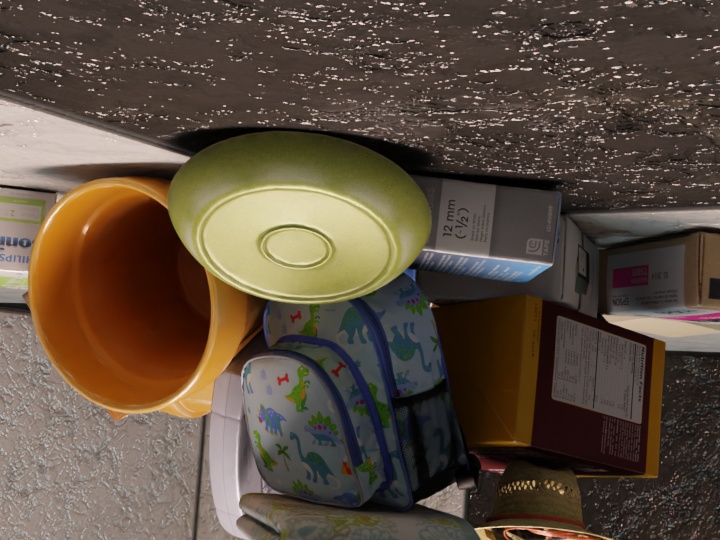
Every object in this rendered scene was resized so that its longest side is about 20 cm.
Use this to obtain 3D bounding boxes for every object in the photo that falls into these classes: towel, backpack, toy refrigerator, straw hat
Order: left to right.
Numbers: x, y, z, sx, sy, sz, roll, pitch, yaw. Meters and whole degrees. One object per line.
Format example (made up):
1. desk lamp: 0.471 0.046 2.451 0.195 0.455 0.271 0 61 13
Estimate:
1. backpack: -0.012 0.102 1.031 0.147 0.201 0.183 -17 -169 -40
2. towel: -0.009 0.225 1.017 0.170 0.048 0.200 5 174 -17
3. straw hat: 0.162 0.218 1.085 0.200 0.085 0.201 4 155 2
4. toy refrigerator: 0.373 0.037 1.458 0.076 0.070 0.200 -10 167 38

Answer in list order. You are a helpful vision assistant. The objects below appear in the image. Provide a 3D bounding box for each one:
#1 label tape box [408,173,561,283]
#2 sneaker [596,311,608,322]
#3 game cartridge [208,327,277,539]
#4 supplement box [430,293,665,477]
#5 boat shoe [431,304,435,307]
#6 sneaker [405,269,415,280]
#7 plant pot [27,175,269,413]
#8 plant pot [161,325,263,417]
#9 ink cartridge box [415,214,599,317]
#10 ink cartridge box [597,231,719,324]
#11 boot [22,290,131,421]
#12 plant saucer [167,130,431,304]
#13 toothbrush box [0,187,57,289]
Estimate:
1. label tape box: 0.056 -0.037 0.991 0.199 0.066 0.143 9 174 0
2. sneaker: 0.200 0.055 1.318 0.066 0.091 0.200 -33 -136 -18
3. game cartridge: -0.099 0.154 1.141 0.041 0.201 0.133 13 -148 17
4. supplement box: 0.154 0.120 1.146 0.199 0.133 0.197 18 162 -35
5. boat shoe: 0.033 0.009 1.471 0.199 0.072 0.065 1 -149 -14
6. sneaker: 0.000 0.001 1.306 0.111 0.077 0.200 -3 -176 -26
7. plant pot: -0.164 0.011 1.075 0.199 0.201 0.183 1 -172 27
8. plant pot: -0.128 0.077 1.291 0.183 0.201 0.200 15 179 25
9. ink cartridge box: 0.149 0.001 1.172 0.145 0.084 0.200 1 172 21
10. ink cartridge box: 0.357 0.013 1.202 0.164 0.075 0.200 5 175 -17
11. boot: -0.223 0.041 1.175 0.074 0.155 0.200 -24 -167 50
12. plant saucer: -0.047 -0.028 0.884 0.199 0.031 0.200 3 145 2
13. toothbrush box: -0.396 -0.033 1.213 0.145 0.086 0.200 6 174 -19
